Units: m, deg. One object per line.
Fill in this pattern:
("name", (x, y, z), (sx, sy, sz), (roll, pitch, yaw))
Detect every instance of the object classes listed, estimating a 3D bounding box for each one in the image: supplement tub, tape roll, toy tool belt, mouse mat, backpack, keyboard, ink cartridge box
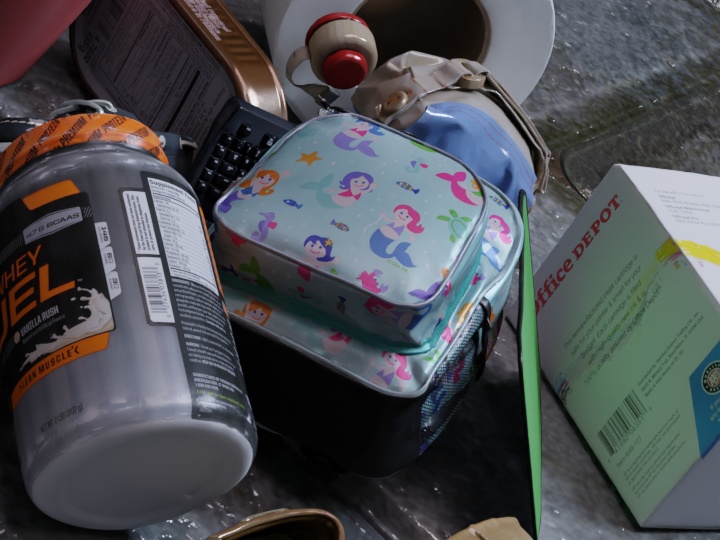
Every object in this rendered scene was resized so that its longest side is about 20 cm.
("supplement tub", (-0.132, 0.024, 1.181), (0.122, 0.123, 0.200), (9, 50, -36))
("tape roll", (0.027, -0.201, 1.604), (0.202, 0.203, 0.139), (18, 35, -26))
("toy tool belt", (0.045, -0.084, 1.527), (0.200, 0.125, 0.123), (35, 30, -36))
("mouse mat", (0.104, 0.064, 1.375), (0.008, 0.161, 0.200), (-3, 33, 8))
("backpack", (0.000, 0.000, 1.304), (0.177, 0.151, 0.200), (25, 39, 16))
("keyboard", (-0.019, -0.054, 1.406), (0.040, 0.104, 0.200), (26, 3, 42))
("ink cartridge box", (0.227, 0.051, 1.497), (0.144, 0.147, 0.200), (6, 41, -39))

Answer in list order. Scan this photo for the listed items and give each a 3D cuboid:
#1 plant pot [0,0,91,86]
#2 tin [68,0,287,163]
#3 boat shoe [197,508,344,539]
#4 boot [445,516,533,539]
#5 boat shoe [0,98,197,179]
("plant pot", (-0.236, -0.226, 1.407), (0.200, 0.177, 0.201), (24, 33, -17))
("tin", (-0.121, -0.125, 1.442), (0.042, 0.112, 0.200), (-10, 51, -43))
("boat shoe", (-0.077, 0.165, 1.116), (0.076, 0.074, 0.200), (43, 31, 14))
("boot", (0.097, 0.230, 1.210), (0.200, 0.066, 0.175), (49, 21, 22))
("boat shoe", (-0.157, -0.071, 1.316), (0.075, 0.061, 0.200), (5, -7, 19))
